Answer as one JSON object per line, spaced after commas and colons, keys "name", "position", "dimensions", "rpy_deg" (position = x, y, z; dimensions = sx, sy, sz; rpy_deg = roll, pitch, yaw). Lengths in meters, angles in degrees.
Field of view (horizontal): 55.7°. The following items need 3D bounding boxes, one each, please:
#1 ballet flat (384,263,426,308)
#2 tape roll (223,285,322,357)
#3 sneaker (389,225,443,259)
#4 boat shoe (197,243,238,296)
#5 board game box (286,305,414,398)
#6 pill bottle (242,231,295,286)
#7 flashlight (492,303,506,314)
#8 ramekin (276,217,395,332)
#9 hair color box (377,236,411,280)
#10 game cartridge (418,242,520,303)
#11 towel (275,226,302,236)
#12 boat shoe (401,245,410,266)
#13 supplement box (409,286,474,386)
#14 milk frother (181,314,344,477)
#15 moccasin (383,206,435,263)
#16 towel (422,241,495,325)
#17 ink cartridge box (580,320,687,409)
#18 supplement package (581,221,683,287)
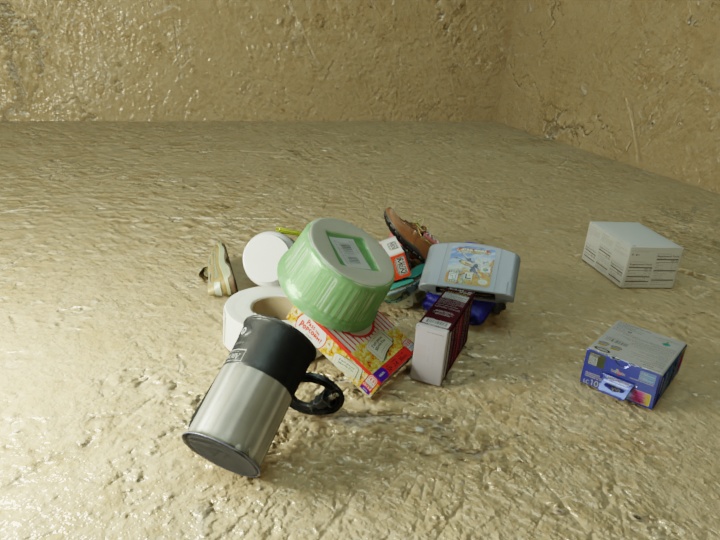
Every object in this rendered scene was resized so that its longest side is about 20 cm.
{"name": "ballet flat", "position": [0.106, 0.044, 1.473], "dimensions": [0.074, 0.075, 0.199], "rpy_deg": [21, 31, 33]}
{"name": "tape roll", "position": [-0.155, 0.099, 1.271], "dimensions": [0.200, 0.071, 0.203], "rpy_deg": [5, 23, -2]}
{"name": "sneaker", "position": [0.165, -0.069, 1.720], "dimensions": [0.198, 0.088, 0.074], "rpy_deg": [6, 7, -1]}
{"name": "boat shoe", "position": [-0.321, -0.003, 1.494], "dimensions": [0.076, 0.072, 0.200], "rpy_deg": [-16, 25, -10]}
{"name": "board game box", "position": [-0.012, 0.112, 1.199], "dimensions": [0.200, 0.046, 0.151], "rpy_deg": [42, 32, 11]}
{"name": "pill bottle", "position": [-0.181, -0.021, 1.416], "dimensions": [0.115, 0.117, 0.200], "rpy_deg": [6, -1, 1]}
{"name": "flashlight", "position": [0.240, 0.037, 1.538], "dimensions": [0.068, 0.068, 0.199], "rpy_deg": [-38, 48, -26]}
{"name": "ramekin", "position": [-0.036, 0.000, 1.185], "dimensions": [0.199, 0.098, 0.201], "rpy_deg": [25, 33, -17]}
{"name": "hair color box", "position": [0.000, 0.000, 1.473], "dimensions": [0.198, 0.062, 0.102], "rpy_deg": [-20, 25, 0]}
{"name": "game cartridge", "position": [0.233, 0.000, 1.440], "dimensions": [0.198, 0.042, 0.134], "rpy_deg": [7, 54, 16]}
{"name": "towel", "position": [-0.091, -0.070, 1.530], "dimensions": [0.198, 0.018, 0.086], "rpy_deg": [11, -1, -12]}
{"name": "boat shoe", "position": [0.089, -0.007, 1.595], "dimensions": [0.069, 0.067, 0.200], "rpy_deg": [8, 22, 6]}
{"name": "supplement box", "position": [0.154, 0.116, 1.257], "dimensions": [0.060, 0.110, 0.200], "rpy_deg": [13, 22, 19]}
{"name": "milk frother", "position": [-0.125, 0.202, 0.965], "dimensions": [0.199, 0.180, 0.189], "rpy_deg": [32, 58, -9]}
{"name": "moccasin", "position": [0.139, -0.084, 1.662], "dimensions": [0.201, 0.078, 0.074], "rpy_deg": [43, -5, 9]}
{"name": "towel", "position": [0.236, 0.022, 1.471], "dimensions": [0.147, 0.050, 0.200], "rpy_deg": [14, 52, 30]}
{"name": "ink cartridge box", "position": [0.493, 0.173, 1.244], "dimensions": [0.136, 0.077, 0.199], "rpy_deg": [20, 25, 33]}
{"name": "supplement package", "position": [0.707, -0.045, 1.783], "dimensions": [0.154, 0.112, 0.200], "rpy_deg": [0, 23, -13]}
